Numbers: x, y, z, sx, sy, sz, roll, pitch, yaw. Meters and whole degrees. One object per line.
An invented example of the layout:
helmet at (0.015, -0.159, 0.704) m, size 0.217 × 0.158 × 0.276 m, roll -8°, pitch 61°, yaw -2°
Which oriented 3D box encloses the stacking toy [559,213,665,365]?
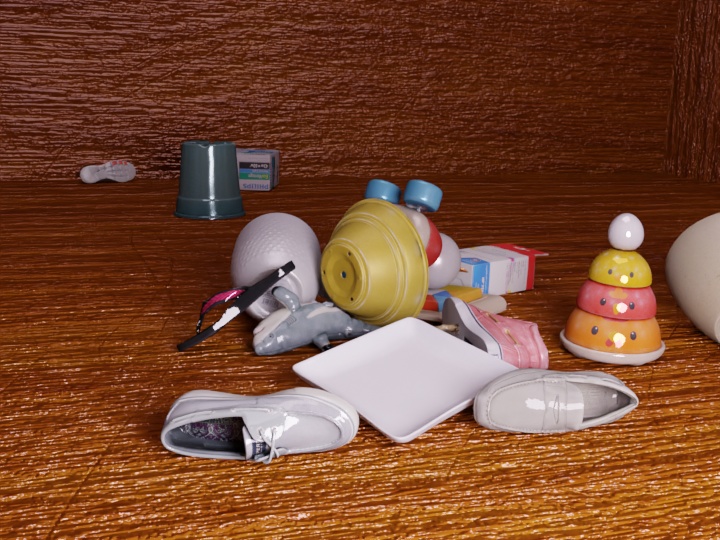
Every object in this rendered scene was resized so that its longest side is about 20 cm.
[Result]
stacking toy at (0.358, 0.020, 1.162) m, size 0.144 × 0.203 × 0.146 m, roll 1°, pitch 12°, yaw 0°

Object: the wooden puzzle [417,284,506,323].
wooden puzzle at (0.118, 0.047, 1.388) m, size 0.198 × 0.038 × 0.184 m, roll 12°, pitch 16°, yaw 38°

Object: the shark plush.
shark plush at (-0.057, 0.095, 1.182) m, size 0.198 × 0.091 × 0.084 m, roll 13°, pitch 33°, yaw -21°

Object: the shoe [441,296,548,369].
shoe at (0.181, 0.091, 1.143) m, size 0.090 × 0.072 × 0.200 m, roll -1°, pitch 18°, yaw -14°

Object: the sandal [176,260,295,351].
sandal at (-0.180, 0.040, 1.160) m, size 0.199 × 0.045 × 0.075 m, roll -39°, pitch 6°, yaw -2°

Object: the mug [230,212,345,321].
mug at (-0.110, 0.018, 1.306) m, size 0.199 × 0.148 × 0.176 m, roll 29°, pitch 16°, yaw -14°

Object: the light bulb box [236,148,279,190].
light bulb box at (-0.390, -0.350, 2.864) m, size 0.195 × 0.127 × 0.200 m, roll 2°, pitch 12°, yaw 2°

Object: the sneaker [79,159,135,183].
sneaker at (-0.899, -0.350, 2.936) m, size 0.198 × 0.078 × 0.082 m, roll -6°, pitch 8°, yaw -32°

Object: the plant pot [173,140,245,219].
plant pot at (-0.416, -0.254, 2.286) m, size 0.197 × 0.199 × 0.200 m, roll 1°, pitch 12°, yaw 0°

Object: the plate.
plate at (0.054, 0.128, 0.971) m, size 0.199 × 0.033 × 0.199 m, roll -20°, pitch 29°, yaw -35°

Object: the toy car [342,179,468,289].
toy car at (0.091, -0.027, 1.382) m, size 0.176 × 0.186 × 0.199 m, roll 7°, pitch -15°, yaw 47°

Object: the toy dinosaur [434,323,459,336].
toy dinosaur at (0.083, 0.097, 1.125) m, size 0.100 × 0.059 × 0.200 m, roll 0°, pitch 13°, yaw 2°

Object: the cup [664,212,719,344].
cup at (0.560, 0.033, 1.216) m, size 0.198 × 0.202 × 0.144 m, roll 3°, pitch 38°, yaw 8°

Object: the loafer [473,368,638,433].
loafer at (0.216, 0.143, 0.911) m, size 0.198 × 0.071 × 0.070 m, roll -5°, pitch 6°, yaw -26°

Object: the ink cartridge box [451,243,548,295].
ink cartridge box at (0.242, -0.001, 1.541) m, size 0.198 × 0.068 × 0.116 m, roll -8°, pitch 16°, yaw -34°

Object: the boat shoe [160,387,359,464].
boat shoe at (-0.102, 0.163, 0.825) m, size 0.198 × 0.071 × 0.072 m, roll 0°, pitch 24°, yaw 10°

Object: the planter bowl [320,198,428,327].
planter bowl at (0.000, 0.000, 1.221) m, size 0.083 × 0.203 × 0.199 m, roll -15°, pitch 20°, yaw -43°
